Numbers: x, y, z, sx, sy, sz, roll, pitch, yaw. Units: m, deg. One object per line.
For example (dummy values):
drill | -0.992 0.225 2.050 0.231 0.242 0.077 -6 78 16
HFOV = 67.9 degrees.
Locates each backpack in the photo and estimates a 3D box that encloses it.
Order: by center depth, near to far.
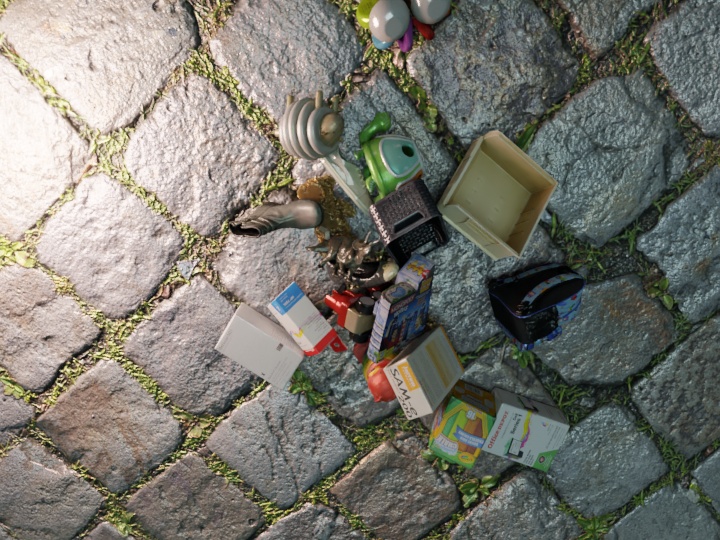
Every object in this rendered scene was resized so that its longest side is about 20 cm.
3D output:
backpack | 0.422 0.074 1.256 0.195 0.183 0.138 -23 116 -6

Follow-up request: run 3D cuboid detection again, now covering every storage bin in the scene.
storage bin | 0.110 -0.097 1.171 0.133 0.200 0.096 -28 69 7
storage bin | 0.297 -0.163 1.175 0.196 0.093 0.203 36 75 -12

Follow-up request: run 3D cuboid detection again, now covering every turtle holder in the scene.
turtle holder | 0.064 -0.238 1.180 0.129 0.189 0.142 -23 139 7

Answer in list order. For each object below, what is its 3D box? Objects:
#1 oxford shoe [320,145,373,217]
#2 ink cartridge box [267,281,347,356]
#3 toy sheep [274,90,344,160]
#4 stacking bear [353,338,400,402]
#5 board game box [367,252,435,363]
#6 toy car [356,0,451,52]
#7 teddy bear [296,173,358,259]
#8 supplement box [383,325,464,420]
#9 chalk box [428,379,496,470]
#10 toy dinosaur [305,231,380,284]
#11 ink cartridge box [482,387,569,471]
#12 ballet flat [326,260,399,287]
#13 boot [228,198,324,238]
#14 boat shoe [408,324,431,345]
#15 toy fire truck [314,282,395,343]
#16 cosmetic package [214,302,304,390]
oxford shoe | -0.013 -0.199 1.212 0.057 0.075 0.201 -38 100 8
ink cartridge box | -0.126 0.133 1.263 0.067 0.116 0.201 -40 93 -21
toy sheep | -0.112 -0.305 1.146 0.196 0.136 0.142 7 114 42
stacking bear | 0.053 0.237 1.277 0.120 0.201 0.115 -34 105 9
board game box | 0.092 0.073 1.177 0.061 0.198 0.205 28 120 30
toy car | 0.092 -0.524 1.086 0.195 0.178 0.151 -21 143 5
teddy bear | -0.078 -0.123 1.244 0.143 0.067 0.201 -33 111 18
supplement box | 0.147 0.226 1.211 0.073 0.199 0.129 -28 90 35
chalk box | 0.250 0.404 1.362 0.122 0.124 0.205 22 106 7
toy dinosaur | -0.038 -0.036 1.204 0.077 0.197 0.104 38 73 -46
ink cartridge box | 0.418 0.415 1.400 0.195 0.084 0.148 19 106 -6
ballet flat | 0.000 0.000 1.221 0.195 0.067 0.058 -2 133 36
boot | -0.184 -0.102 1.167 0.195 0.130 0.070 2 117 33
boat shoe | 0.167 0.221 1.342 0.074 0.072 0.205 -18 107 4
toy fire truck | -0.020 0.078 1.269 0.197 0.174 0.132 30 120 30
cosmetic package | -0.243 0.186 1.318 0.197 0.081 0.114 31 106 -11
